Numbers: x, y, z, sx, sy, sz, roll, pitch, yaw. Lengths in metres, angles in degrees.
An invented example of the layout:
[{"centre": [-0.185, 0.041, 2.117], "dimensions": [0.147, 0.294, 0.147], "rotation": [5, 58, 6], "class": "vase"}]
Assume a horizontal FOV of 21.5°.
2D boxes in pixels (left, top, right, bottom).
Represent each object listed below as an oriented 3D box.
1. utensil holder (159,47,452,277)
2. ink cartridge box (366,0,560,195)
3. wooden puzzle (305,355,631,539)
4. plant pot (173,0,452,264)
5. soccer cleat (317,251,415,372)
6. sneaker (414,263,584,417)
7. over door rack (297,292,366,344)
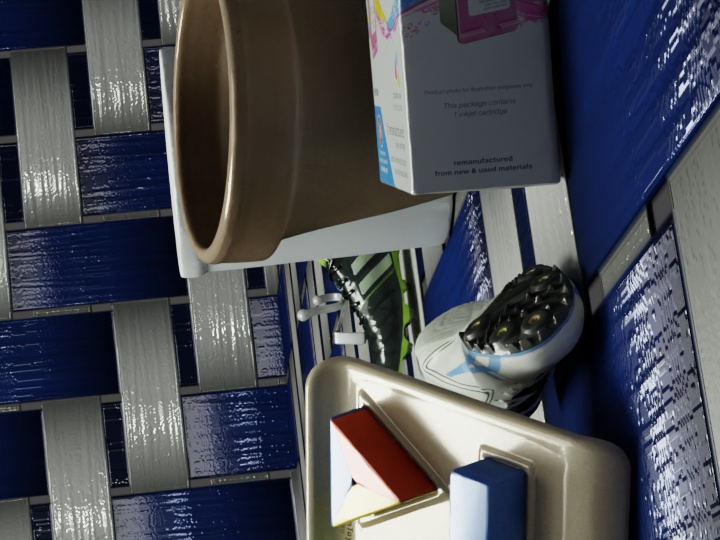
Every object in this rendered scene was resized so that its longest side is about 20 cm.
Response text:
[{"centre": [-0.042, -0.086, 1.404], "dimensions": [0.170, 0.199, 0.171], "rotation": [175, 90, -84], "class": "utensil holder"}, {"centre": [0.050, -0.147, 1.041], "dimensions": [0.145, 0.084, 0.201], "rotation": [-141, 47, -82], "class": "ink cartridge box"}, {"centre": [0.042, 0.154, 0.976], "dimensions": [0.200, 0.046, 0.186], "rotation": [14, 111, 40], "class": "wooden puzzle"}, {"centre": [-0.022, -0.105, 1.237], "dimensions": [0.200, 0.174, 0.201], "rotation": [179, 90, -73], "class": "plant pot"}, {"centre": [0.000, 0.000, 1.632], "dimensions": [0.068, 0.081, 0.201], "rotation": [108, 155, -75], "class": "soccer cleat"}, {"centre": [0.085, 0.046, 1.036], "dimensions": [0.073, 0.072, 0.200], "rotation": [51, 167, -2], "class": "sneaker"}, {"centre": [-0.039, -0.013, 2.053], "dimensions": [0.200, 0.066, 0.148], "rotation": [-121, 25, -76], "class": "over door rack"}]
